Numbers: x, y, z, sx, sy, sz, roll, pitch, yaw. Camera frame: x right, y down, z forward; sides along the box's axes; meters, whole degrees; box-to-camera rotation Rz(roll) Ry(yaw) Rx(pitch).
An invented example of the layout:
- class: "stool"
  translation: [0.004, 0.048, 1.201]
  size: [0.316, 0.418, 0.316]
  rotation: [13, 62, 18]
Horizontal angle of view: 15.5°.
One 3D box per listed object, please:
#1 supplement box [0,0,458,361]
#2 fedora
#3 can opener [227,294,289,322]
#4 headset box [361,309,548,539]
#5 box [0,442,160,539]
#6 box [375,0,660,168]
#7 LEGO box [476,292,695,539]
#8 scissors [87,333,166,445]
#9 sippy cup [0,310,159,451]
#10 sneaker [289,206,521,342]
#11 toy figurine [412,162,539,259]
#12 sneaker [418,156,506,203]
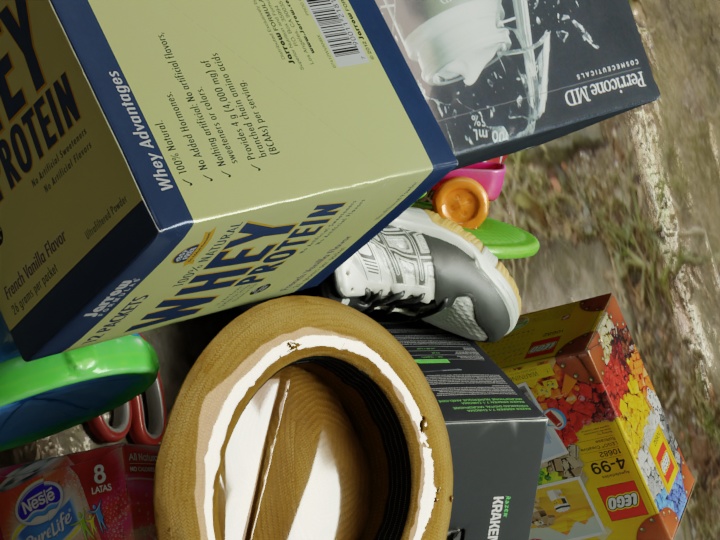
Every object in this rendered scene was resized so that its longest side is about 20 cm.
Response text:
- class: "supplement box"
  translation: [-0.098, -0.089, 1.302]
  size: [0.199, 0.134, 0.201]
  rotation: [-14, 71, -43]
- class: "fedora"
  translation: [-0.043, 0.114, 1.372]
  size: [0.200, 0.082, 0.202]
  rotation: [7, 78, -36]
- class: "can opener"
  translation: [-0.067, 0.006, 1.588]
  size: [0.200, 0.063, 0.079]
  rotation: [17, 93, -74]
- class: "headset box"
  translation: [0.025, 0.130, 1.535]
  size: [0.200, 0.092, 0.175]
  rotation: [-132, -135, -59]
- class: "box"
  translation: [-0.105, 0.154, 1.455]
  size: [0.200, 0.095, 0.100]
  rotation: [12, 67, -59]
- class: "box"
  translation: [0.032, -0.154, 1.447]
  size: [0.199, 0.124, 0.198]
  rotation: [-18, 90, -40]
- class: "LEGO box"
  translation: [0.097, 0.115, 1.732]
  size: [0.150, 0.199, 0.077]
  rotation: [64, 30, -20]
- class: "scissors"
  translation: [-0.152, 0.007, 1.525]
  size: [0.073, 0.014, 0.201]
  rotation: [-9, 85, -59]
- class: "sippy cup"
  translation: [-0.187, 0.015, 1.347]
  size: [0.178, 0.139, 0.131]
  rotation: [118, -47, -75]
- class: "sneaker"
  translation: [0.000, 0.000, 1.498]
  size: [0.199, 0.076, 0.088]
  rotation: [32, 57, -19]
- class: "toy figurine"
  translation: [0.026, -0.117, 1.613]
  size: [0.150, 0.199, 0.185]
  rotation: [-64, 163, -80]
- class: "sneaker"
  translation: [0.052, -0.147, 1.725]
  size: [0.112, 0.071, 0.201]
  rotation: [-46, 126, -53]
